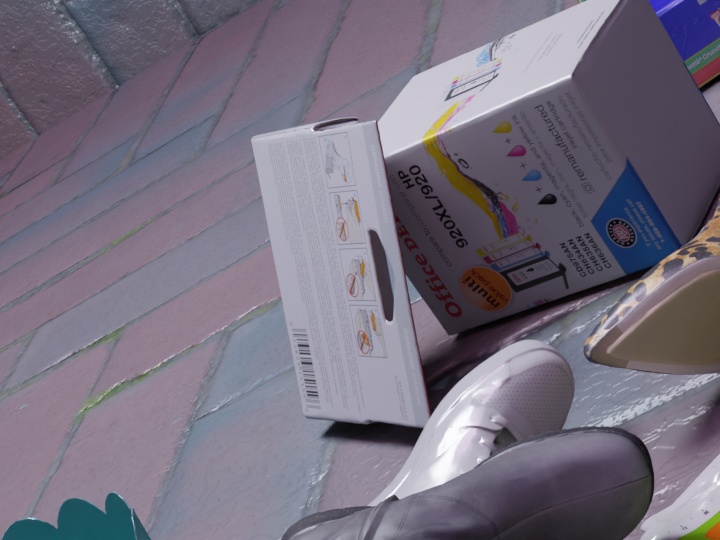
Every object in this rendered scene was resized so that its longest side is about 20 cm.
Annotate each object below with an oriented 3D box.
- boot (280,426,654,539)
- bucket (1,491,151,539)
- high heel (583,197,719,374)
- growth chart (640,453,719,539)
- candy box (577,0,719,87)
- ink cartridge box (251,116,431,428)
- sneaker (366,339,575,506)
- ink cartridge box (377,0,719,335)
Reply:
[{"bbox_3d":[0.046,0.134,0.864,0.199,0.070,0.132,-21,2,5],"label":"boot"},{"bbox_3d":[-0.169,0.235,1.013,0.207,0.135,0.207,-32,17,11],"label":"bucket"},{"bbox_3d":[0.191,0.001,1.068,0.199,0.072,0.143,-22,20,-16],"label":"high heel"},{"bbox_3d":[0.204,0.096,0.897,0.200,0.018,0.145,-43,18,-20],"label":"growth chart"},{"bbox_3d":[0.281,-0.228,1.523,0.169,0.077,0.200,-33,16,2],"label":"candy box"},{"bbox_3d":[0.000,0.000,1.229,0.043,0.201,0.173,-14,6,-30],"label":"ink cartridge box"},{"bbox_3d":[0.065,0.126,0.995,0.200,0.074,0.116,-49,22,-12],"label":"sneaker"},{"bbox_3d":[0.121,-0.074,1.283,0.200,0.147,0.145,-21,22,37],"label":"ink cartridge box"}]
